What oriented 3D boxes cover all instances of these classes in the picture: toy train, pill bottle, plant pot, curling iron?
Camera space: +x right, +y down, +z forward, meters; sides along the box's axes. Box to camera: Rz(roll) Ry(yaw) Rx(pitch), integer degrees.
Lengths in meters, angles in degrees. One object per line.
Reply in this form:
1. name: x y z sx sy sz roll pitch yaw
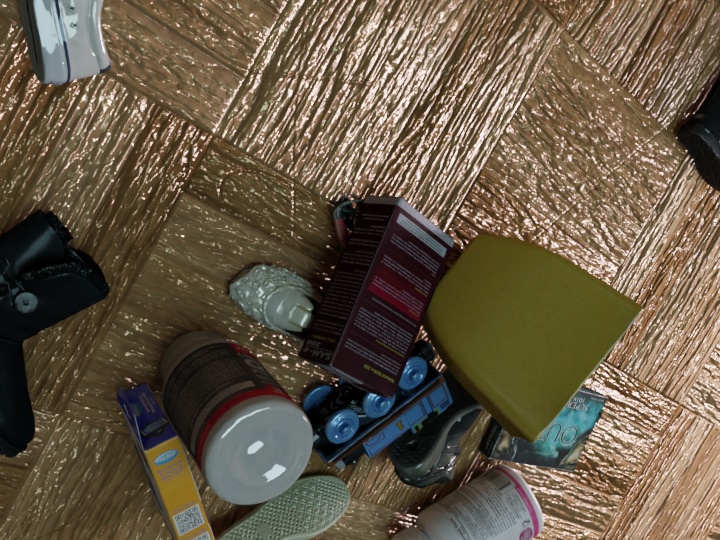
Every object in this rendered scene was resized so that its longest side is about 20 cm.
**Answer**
1. toy train: 0.018 0.169 0.983 0.200 0.087 0.114 -36 127 -14
2. pill bottle: 0.151 0.374 1.128 0.200 0.113 0.114 -25 120 -20
3. pill bottle: -0.138 0.138 0.804 0.110 0.200 0.111 -12 116 -27
4. plant pot: 0.181 0.066 0.959 0.194 0.200 0.196 -49 170 -5
5. curling iron: 0.000 0.000 0.938 0.049 0.026 0.201 -20 119 -21

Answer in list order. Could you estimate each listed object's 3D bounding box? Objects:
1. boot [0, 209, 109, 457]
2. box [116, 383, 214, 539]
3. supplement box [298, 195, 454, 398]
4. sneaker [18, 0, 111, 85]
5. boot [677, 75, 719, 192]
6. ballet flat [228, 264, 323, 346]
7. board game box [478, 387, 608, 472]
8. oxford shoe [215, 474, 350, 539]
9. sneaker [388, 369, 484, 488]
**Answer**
1. boot: -0.311 0.061 0.744 0.168 0.076 0.201 -30 116 -13
2. box: -0.208 0.214 0.843 0.041 0.119 0.201 -21 119 -23
3. supplement box: 0.021 0.029 0.885 0.109 0.061 0.201 34 73 -39
4. sneaker: -0.252 -0.260 0.663 0.071 0.073 0.201 -19 127 -34
5. boot: 0.574 -0.235 1.172 0.165 0.066 0.200 41 81 -38
6. ballet flat: -0.057 0.054 0.904 0.200 0.072 0.072 32 91 -35
7. board game box: 0.283 0.234 1.203 0.200 0.028 0.136 17 99 -35
8. oxford shoe: -0.103 0.319 0.992 0.200 0.075 0.058 -25 162 -30
9. sneaker: 0.115 0.214 1.071 0.199 0.076 0.114 -47 150 -26
